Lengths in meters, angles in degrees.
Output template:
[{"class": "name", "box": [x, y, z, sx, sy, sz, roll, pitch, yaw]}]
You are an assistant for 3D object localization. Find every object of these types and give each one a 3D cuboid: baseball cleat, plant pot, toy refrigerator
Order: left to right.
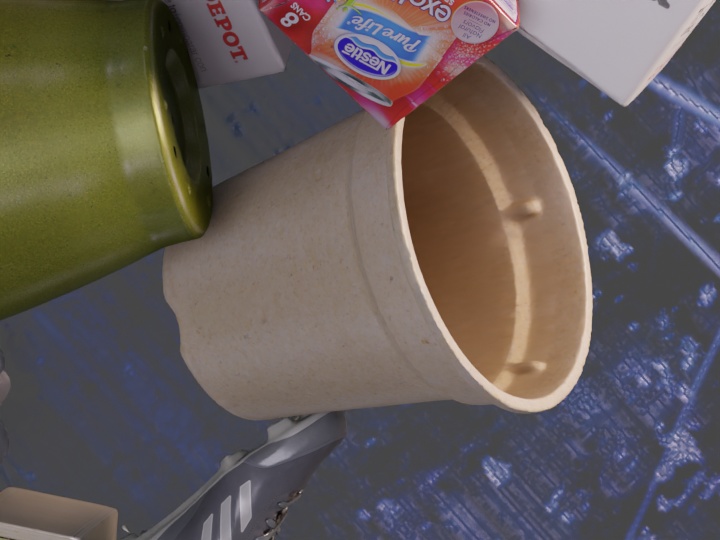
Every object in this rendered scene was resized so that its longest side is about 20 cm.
[{"class": "plant pot", "box": [-0.184, -0.065, 1.491, 0.191, 0.200, 0.202, -11, 99, 7]}, {"class": "toy refrigerator", "box": [-0.201, 0.242, 1.704, 0.075, 0.070, 0.202, 10, 104, 15]}, {"class": "baseball cleat", "box": [-0.068, 0.163, 1.640, 0.200, 0.070, 0.107, -38, 82, 21]}, {"class": "plant pot", "box": [0.000, 0.000, 1.536, 0.183, 0.200, 0.202, -17, 97, 31]}]

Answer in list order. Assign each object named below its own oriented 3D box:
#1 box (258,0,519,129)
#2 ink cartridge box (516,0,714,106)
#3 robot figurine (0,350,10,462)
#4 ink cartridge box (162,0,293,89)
[{"class": "box", "box": [0.014, -0.181, 1.458, 0.095, 0.201, 0.100, -36, 119, 24]}, {"class": "ink cartridge box", "box": [0.174, -0.196, 1.448, 0.083, 0.146, 0.200, 37, 111, 4]}, {"class": "robot figurine", "box": [-0.285, 0.123, 1.651, 0.112, 0.170, 0.201, 27, 70, 13]}, {"class": "ink cartridge box", "box": [-0.148, -0.171, 1.557, 0.199, 0.085, 0.146, -10, 130, 20]}]
